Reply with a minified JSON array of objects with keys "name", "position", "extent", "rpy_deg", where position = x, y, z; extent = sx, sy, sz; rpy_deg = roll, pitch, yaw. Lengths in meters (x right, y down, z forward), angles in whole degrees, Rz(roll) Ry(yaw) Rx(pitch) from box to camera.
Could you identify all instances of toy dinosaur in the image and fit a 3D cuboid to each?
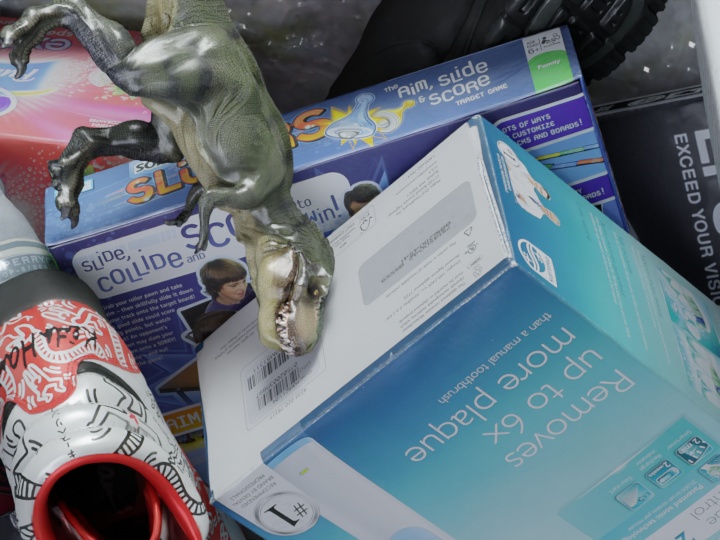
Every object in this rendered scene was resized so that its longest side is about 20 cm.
[{"name":"toy dinosaur","position":[-0.070,-0.063,0.908],"extent":[0.088,0.047,0.201],"rpy_deg":[-16,99,1]}]

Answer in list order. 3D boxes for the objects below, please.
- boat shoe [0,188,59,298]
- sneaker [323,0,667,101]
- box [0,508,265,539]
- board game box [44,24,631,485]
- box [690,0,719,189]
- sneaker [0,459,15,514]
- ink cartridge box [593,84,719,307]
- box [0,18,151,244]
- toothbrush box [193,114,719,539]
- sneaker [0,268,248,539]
[{"name":"boat shoe","position":[-0.175,0.040,1.023],"extent":[0.201,0.070,0.072],"rpy_deg":[-51,56,36]},{"name":"sneaker","position":[0.032,-0.078,1.010],"extent":[0.076,0.091,0.200],"rpy_deg":[26,121,-40]},{"name":"box","position":[-0.164,0.156,1.148],"extent":[0.198,0.200,0.050],"rpy_deg":[-22,73,25]},{"name":"board game box","position":[0.000,0.000,0.985],"extent":[0.199,0.035,0.136],"rpy_deg":[-16,129,6]},{"name":"box","position":[0.214,-0.054,0.875],"extent":[0.198,0.131,0.200],"rpy_deg":[-10,160,7]},{"name":"sneaker","position":[-0.219,0.101,1.193],"extent":[0.199,0.075,0.081],"rpy_deg":[-12,116,22]},{"name":"ink cartridge box","position":[0.139,0.025,1.048],"extent":[0.199,0.043,0.199],"rpy_deg":[-11,104,20]},{"name":"box","position":[-0.148,-0.037,1.070],"extent":[0.199,0.095,0.103],"rpy_deg":[8,122,11]},{"name":"toothbrush box","position":[0.061,0.062,0.966],"extent":[0.146,0.086,0.200],"rpy_deg":[-38,126,23]},{"name":"sneaker","position":[-0.079,0.102,0.960],"extent":[0.067,0.108,0.202],"rpy_deg":[-25,130,-1]}]
